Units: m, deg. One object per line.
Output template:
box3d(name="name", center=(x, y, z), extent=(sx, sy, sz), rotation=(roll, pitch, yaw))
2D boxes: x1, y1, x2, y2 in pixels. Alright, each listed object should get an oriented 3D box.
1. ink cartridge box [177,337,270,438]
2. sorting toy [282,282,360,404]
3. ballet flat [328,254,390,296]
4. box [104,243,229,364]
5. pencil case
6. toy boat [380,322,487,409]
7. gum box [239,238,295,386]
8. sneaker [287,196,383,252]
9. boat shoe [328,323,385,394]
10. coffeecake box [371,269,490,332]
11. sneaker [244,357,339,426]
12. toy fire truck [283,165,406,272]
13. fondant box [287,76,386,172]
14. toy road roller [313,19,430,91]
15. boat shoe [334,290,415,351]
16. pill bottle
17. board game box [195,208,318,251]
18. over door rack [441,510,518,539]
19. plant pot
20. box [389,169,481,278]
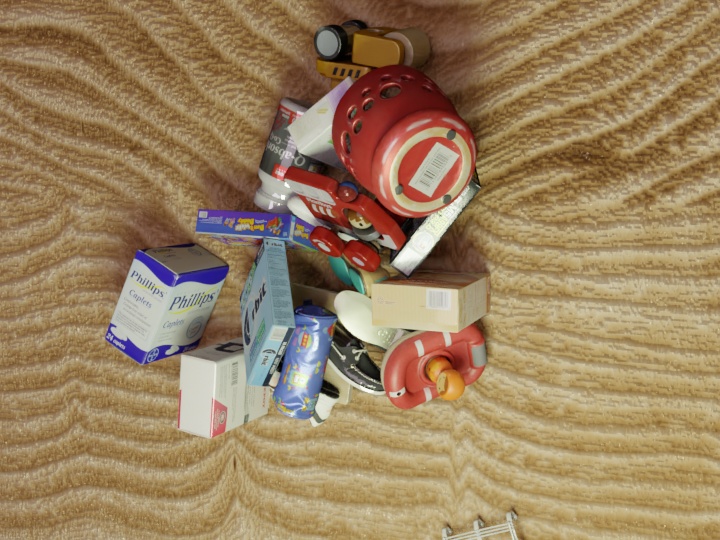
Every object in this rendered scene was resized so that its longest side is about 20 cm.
box3d(name="ink cartridge box", center=(-0.257, 0.220, 1.748), extent=(0.083, 0.199, 0.147), rotation=(9, 100, 25))
box3d(name="sorting toy", center=(-0.088, 0.129, 1.733), extent=(0.197, 0.069, 0.202), rotation=(11, 100, 23))
box3d(name="ballet flat", center=(0.000, 0.000, 1.652), extent=(0.062, 0.200, 0.069), rotation=(-21, 113, -14))
box3d(name="box", center=(-0.377, 0.062, 1.790), extent=(0.104, 0.183, 0.202), rotation=(30, 107, 19))
box3d(name="pencil case", center=(-0.099, 0.156, 1.591), extent=(0.086, 0.078, 0.203), rotation=(12, 101, -3))
box3d(name="toy boat", center=(0.136, 0.175, 1.563), extent=(0.198, 0.131, 0.132), rotation=(-19, 120, -11))
box3d(name="gum box", center=(-0.170, 0.074, 1.626), extent=(0.171, 0.044, 0.202), rotation=(118, 152, -42))
box3d(name="sneaker", center=(-0.036, -0.102, 1.659), extent=(0.198, 0.076, 0.081), rotation=(21, 99, -13))
box3d(name="boat shoe", center=(-0.024, 0.145, 1.632), extent=(0.199, 0.074, 0.061), rotation=(38, 114, 24))
box3d(name="coffeecake box", center=(0.124, 0.048, 1.559), extent=(0.151, 0.200, 0.074), rotation=(3, 98, 23))
box3d(name="sneaker", center=(-0.138, 0.218, 1.687), extent=(0.198, 0.074, 0.081), rotation=(29, 108, 19))
box3d(name="toy fire truck", center=(-0.025, -0.098, 1.523), extent=(0.198, 0.168, 0.113), rotation=(21, 72, 37))
box3d(name="fondant box", center=(-0.011, -0.245, 1.583), extent=(0.144, 0.199, 0.059), rotation=(-35, 68, 22))
box3d(name="toy road roller", center=(0.016, -0.357, 1.610), extent=(0.198, 0.123, 0.148), rotation=(13, 115, 24))
box3d(name="boat shoe", center=(0.035, 0.100, 1.639), extent=(0.199, 0.063, 0.072), rotation=(32, 96, -10))
box3d(name="pill bottle", center=(-0.123, -0.207, 1.685), extent=(0.115, 0.116, 0.202), rotation=(25, 105, 19))
box3d(name="board game box", center=(-0.191, -0.075, 1.717), extent=(0.197, 0.134, 0.045), rotation=(5, 83, 23))
box3d(name="over door rack", center=(0.235, 0.548, 1.630), extent=(0.146, 0.066, 0.203), rotation=(-21, 67, 24))
box3d(name="plant pot", center=(0.072, -0.199, 1.431), extent=(0.202, 0.199, 0.183), rotation=(-58, 33, 18))
box3d(name="box", center=(0.125, -0.100, 1.563), extent=(0.044, 0.161, 0.201), rotation=(34, 109, -10))
